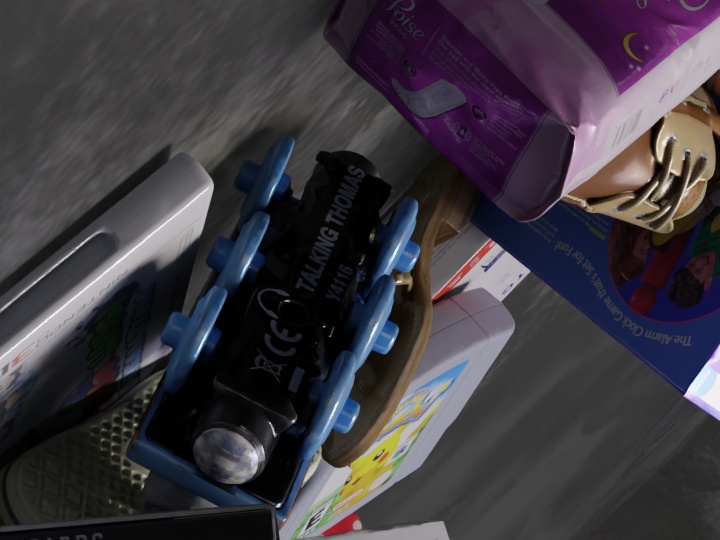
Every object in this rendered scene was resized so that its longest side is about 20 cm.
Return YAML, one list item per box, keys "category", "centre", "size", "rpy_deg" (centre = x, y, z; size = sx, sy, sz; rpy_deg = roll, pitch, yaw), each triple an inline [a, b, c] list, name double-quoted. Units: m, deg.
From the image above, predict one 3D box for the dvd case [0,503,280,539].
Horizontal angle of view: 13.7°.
- category: "dvd case"
  centre: [-0.128, 0.134, 1.183]
  size: [0.199, 0.025, 0.150]
  rpy_deg: [-4, 157, -1]

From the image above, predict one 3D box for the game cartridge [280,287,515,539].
- category: "game cartridge"
  centre: [-0.002, 0.083, 1.534]
  size: [0.200, 0.040, 0.134]
  rpy_deg: [-30, 155, -46]

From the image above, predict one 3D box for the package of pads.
- category: "package of pads"
  centre: [0.093, -0.116, 1.201]
  size: [0.200, 0.120, 0.076]
  rpy_deg: [-38, 167, -37]

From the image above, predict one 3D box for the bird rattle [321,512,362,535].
- category: "bird rattle"
  centre: [-0.062, 0.174, 1.651]
  size: [0.164, 0.112, 0.201]
  rpy_deg: [68, 36, -44]

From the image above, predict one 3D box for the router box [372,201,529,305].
- category: "router box"
  centre: [0.020, 0.022, 1.619]
  size: [0.200, 0.049, 0.179]
  rpy_deg: [-46, 169, 0]

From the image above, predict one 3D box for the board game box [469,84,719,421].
- category: "board game box"
  centre: [0.150, -0.031, 1.441]
  size: [0.045, 0.200, 0.135]
  rpy_deg: [33, 96, -40]

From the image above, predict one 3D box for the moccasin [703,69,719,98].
- category: "moccasin"
  centre: [0.212, -0.171, 1.398]
  size: [0.074, 0.077, 0.202]
  rpy_deg: [90, 11, -65]

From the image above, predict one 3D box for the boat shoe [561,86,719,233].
- category: "boat shoe"
  centre: [0.124, -0.057, 1.313]
  size: [0.076, 0.074, 0.200]
  rpy_deg: [-50, 169, 20]

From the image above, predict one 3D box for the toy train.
- category: "toy train"
  centre: [-0.038, 0.032, 1.227]
  size: [0.115, 0.086, 0.200]
  rpy_deg: [-61, -175, 40]

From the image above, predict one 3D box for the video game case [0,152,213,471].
- category: "video game case"
  centre: [-0.139, 0.054, 1.201]
  size: [0.182, 0.024, 0.200]
  rpy_deg: [-41, 168, -23]

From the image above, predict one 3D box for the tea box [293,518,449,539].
- category: "tea box"
  centre: [-0.067, 0.212, 1.392]
  size: [0.196, 0.134, 0.200]
  rpy_deg: [-24, 168, 27]

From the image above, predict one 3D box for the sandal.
- category: "sandal"
  centre: [-0.003, 0.003, 1.443]
  size: [0.078, 0.070, 0.212]
  rpy_deg: [-39, -161, 41]

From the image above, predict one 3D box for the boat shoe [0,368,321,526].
- category: "boat shoe"
  centre: [-0.091, 0.091, 1.271]
  size: [0.200, 0.075, 0.062]
  rpy_deg: [-21, 159, -52]
